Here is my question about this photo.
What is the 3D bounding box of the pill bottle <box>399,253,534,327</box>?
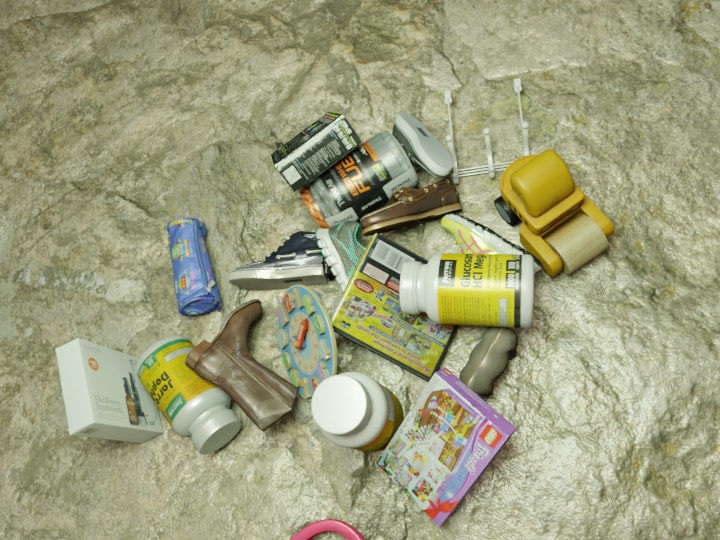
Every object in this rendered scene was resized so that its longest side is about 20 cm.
[{"bbox_3d":[0.167,0.030,0.917,0.199,0.112,0.113,1,71,15],"label":"pill bottle"}]

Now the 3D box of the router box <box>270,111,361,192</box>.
[{"bbox_3d":[-0.089,-0.228,1.101,0.150,0.200,0.062,-37,110,2],"label":"router box"}]

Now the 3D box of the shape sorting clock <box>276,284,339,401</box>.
[{"bbox_3d":[-0.096,0.123,0.990,0.039,0.200,0.200,-3,63,-31],"label":"shape sorting clock"}]

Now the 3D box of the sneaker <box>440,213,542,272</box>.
[{"bbox_3d":[0.205,-0.028,1.005,0.200,0.078,0.090,40,108,35],"label":"sneaker"}]

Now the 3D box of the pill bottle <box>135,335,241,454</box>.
[{"bbox_3d":[-0.301,0.220,1.037,0.113,0.113,0.200,-43,66,-2],"label":"pill bottle"}]

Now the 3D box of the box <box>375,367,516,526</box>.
[{"bbox_3d":[0.124,0.267,0.889,0.137,0.039,0.200,40,116,24],"label":"box"}]

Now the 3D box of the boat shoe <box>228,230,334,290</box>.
[{"bbox_3d":[-0.148,-0.020,1.106,0.199,0.075,0.093,-3,69,5],"label":"boat shoe"}]

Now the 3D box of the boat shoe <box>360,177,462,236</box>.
[{"bbox_3d":[0.085,-0.114,1.038,0.200,0.070,0.071,-17,87,-24],"label":"boat shoe"}]

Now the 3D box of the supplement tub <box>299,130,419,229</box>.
[{"bbox_3d":[-0.004,-0.157,1.082,0.200,0.123,0.123,-33,66,3],"label":"supplement tub"}]

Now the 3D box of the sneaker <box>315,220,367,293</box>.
[{"bbox_3d":[0.000,0.000,1.030,0.091,0.078,0.200,-28,89,3],"label":"sneaker"}]

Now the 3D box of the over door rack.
[{"bbox_3d":[0.232,-0.266,1.084,0.147,0.067,0.201,-6,70,13],"label":"over door rack"}]

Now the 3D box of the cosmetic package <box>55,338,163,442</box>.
[{"bbox_3d":[-0.436,0.216,1.029,0.052,0.200,0.151,-27,67,4],"label":"cosmetic package"}]

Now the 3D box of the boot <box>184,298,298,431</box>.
[{"bbox_3d":[-0.170,0.161,1.019,0.200,0.064,0.186,32,57,17],"label":"boot"}]

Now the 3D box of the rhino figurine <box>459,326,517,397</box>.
[{"bbox_3d":[0.188,0.169,0.930,0.060,0.087,0.200,29,81,23],"label":"rhino figurine"}]

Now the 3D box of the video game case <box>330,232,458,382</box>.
[{"bbox_3d":[0.070,0.061,0.991,0.200,0.026,0.181,28,79,-5],"label":"video game case"}]

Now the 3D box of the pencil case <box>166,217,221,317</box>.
[{"bbox_3d":[-0.326,-0.009,1.144,0.087,0.078,0.201,-33,62,35],"label":"pencil case"}]

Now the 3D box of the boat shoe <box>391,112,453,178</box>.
[{"bbox_3d":[0.110,-0.221,1.083,0.057,0.068,0.200,-62,34,31],"label":"boat shoe"}]

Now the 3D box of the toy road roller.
[{"bbox_3d":[0.311,-0.104,0.960,0.123,0.146,0.200,-35,65,2],"label":"toy road roller"}]

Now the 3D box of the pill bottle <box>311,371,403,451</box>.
[{"bbox_3d":[-0.005,0.218,0.905,0.111,0.200,0.111,-5,70,14],"label":"pill bottle"}]

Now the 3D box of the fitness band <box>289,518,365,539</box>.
[{"bbox_3d":[-0.070,0.487,0.921,0.200,0.037,0.144,-43,68,-1],"label":"fitness band"}]
